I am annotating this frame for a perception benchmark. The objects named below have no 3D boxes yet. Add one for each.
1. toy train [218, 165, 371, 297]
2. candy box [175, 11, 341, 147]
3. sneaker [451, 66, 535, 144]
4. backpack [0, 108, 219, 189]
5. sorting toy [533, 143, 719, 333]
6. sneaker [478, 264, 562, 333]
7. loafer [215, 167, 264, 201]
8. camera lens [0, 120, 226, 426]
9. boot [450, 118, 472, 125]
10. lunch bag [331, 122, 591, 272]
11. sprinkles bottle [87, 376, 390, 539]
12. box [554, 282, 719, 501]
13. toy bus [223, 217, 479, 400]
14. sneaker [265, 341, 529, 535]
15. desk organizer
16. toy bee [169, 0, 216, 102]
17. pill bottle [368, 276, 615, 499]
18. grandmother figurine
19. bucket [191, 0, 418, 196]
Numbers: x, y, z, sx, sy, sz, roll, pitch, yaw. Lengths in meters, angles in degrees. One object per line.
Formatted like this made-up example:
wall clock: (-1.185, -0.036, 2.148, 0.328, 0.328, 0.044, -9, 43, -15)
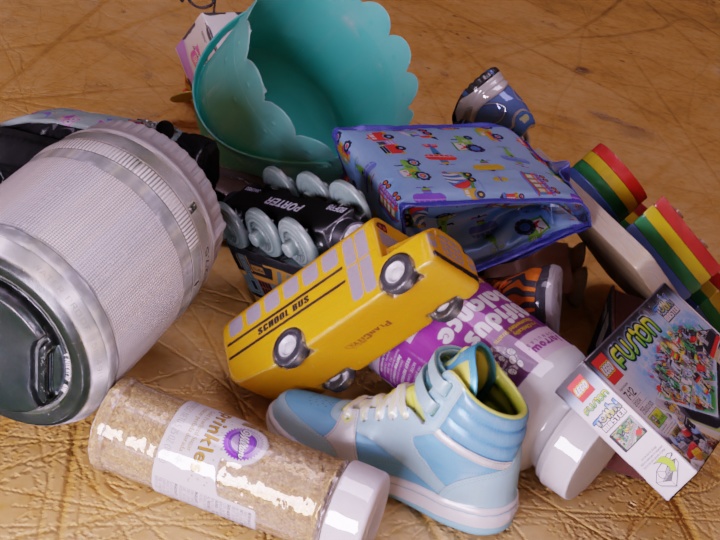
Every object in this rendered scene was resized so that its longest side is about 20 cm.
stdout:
toy train: (-0.046, -0.019, 1.141, 0.085, 0.115, 0.199, -38, 29, -24)
candy box: (-0.079, -0.193, 1.478, 0.199, 0.071, 0.169, -9, 71, -38)
sneaker: (0.132, -0.129, 1.450, 0.076, 0.200, 0.077, -40, 75, -19)
backpack: (-0.228, -0.062, 1.166, 0.198, 0.168, 0.127, 15, 9, 10)
sorting toy: (0.265, -0.021, 1.260, 0.199, 0.069, 0.200, 46, 5, -40)
sneaker: (0.112, 0.035, 1.169, 0.111, 0.078, 0.200, 5, -8, 2)
loafer: (-0.172, -0.068, 1.273, 0.198, 0.074, 0.071, 5, 27, -15)
camera lens: (-0.208, 0.000, 0.983, 0.159, 0.161, 0.200, 21, 40, 14)
boot: (0.118, -0.073, 1.417, 0.168, 0.077, 0.200, 33, -25, -23)
lunch bag: (0.094, -0.073, 1.185, 0.198, 0.095, 0.151, -14, 36, -18)
sprinkles bottle: (-0.082, 0.135, 0.917, 0.199, 0.069, 0.068, 19, 26, 11)
box: (0.228, 0.084, 1.020, 0.110, 0.035, 0.200, 44, 32, 10)
toy bus: (-0.010, 0.029, 1.017, 0.065, 0.199, 0.079, 29, 36, -42)
sneaker: (0.032, 0.095, 0.980, 0.199, 0.131, 0.080, 19, 27, 13)
desk organizer: (0.237, 0.095, 1.150, 0.076, 0.072, 0.200, 17, 26, 2)
toy bee: (-0.160, -0.217, 1.573, 0.130, 0.109, 0.201, 11, 50, -24)
pill bottle: (0.106, 0.083, 1.051, 0.200, 0.113, 0.112, 36, 33, 25)
grandmother figurine: (0.116, -0.007, 1.315, 0.198, 0.061, 0.122, 10, 37, -3)
bucket: (-0.059, -0.177, 1.343, 0.206, 0.135, 0.209, 17, 58, -30)
